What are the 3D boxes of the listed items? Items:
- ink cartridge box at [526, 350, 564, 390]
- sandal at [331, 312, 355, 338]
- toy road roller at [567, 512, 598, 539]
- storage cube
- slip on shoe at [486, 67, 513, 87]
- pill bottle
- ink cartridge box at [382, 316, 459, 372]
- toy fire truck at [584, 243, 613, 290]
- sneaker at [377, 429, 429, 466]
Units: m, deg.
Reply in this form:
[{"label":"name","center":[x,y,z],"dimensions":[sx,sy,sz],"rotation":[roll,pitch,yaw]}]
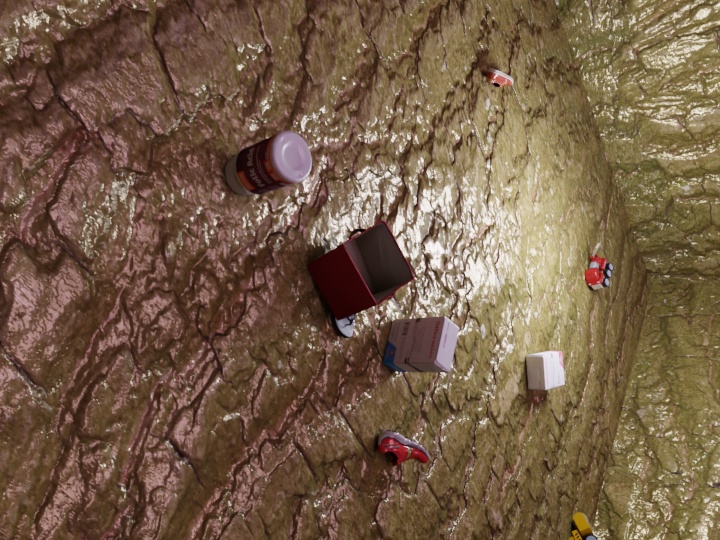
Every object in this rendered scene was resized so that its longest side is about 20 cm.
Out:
[{"label":"ink cartridge box","center":[0.785,0.422,2.392],"dimensions":[0.199,0.082,0.148],"rotation":[4,82,-48]},{"label":"sandal","center":[-0.038,0.085,1.565],"dimensions":[0.076,0.043,0.202],"rotation":[12,76,-46]},{"label":"toy road roller","center":[0.969,1.191,2.485],"dimensions":[0.123,0.145,0.200],"rotation":[59,10,-23]},{"label":"storage cube","center":[0.000,0.000,1.487],"dimensions":[0.170,0.179,0.201],"rotation":[-32,93,-41]},{"label":"slip on shoe","center":[0.579,-0.798,2.358],"dimensions":[0.199,0.074,0.062],"rotation":[-10,127,-54]},{"label":"pill bottle","center":[-0.217,-0.240,1.297],"dimensions":[0.114,0.199,0.115],"rotation":[9,77,-46]},{"label":"ink cartridge box","center":[0.178,0.221,1.667],"dimensions":[0.084,0.199,0.147],"rotation":[37,59,-38]},{"label":"toy fire truck","center":[1.221,-0.027,2.919],"dimensions":[0.200,0.128,0.177],"rotation":[47,53,-18]},{"label":"sneaker","center":[0.121,0.538,1.665],"dimensions":[0.199,0.077,0.086],"rotation":[34,66,-28]}]
